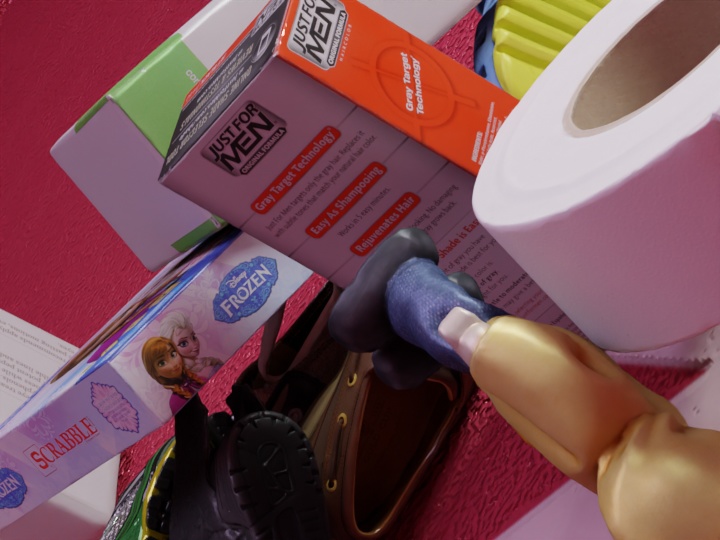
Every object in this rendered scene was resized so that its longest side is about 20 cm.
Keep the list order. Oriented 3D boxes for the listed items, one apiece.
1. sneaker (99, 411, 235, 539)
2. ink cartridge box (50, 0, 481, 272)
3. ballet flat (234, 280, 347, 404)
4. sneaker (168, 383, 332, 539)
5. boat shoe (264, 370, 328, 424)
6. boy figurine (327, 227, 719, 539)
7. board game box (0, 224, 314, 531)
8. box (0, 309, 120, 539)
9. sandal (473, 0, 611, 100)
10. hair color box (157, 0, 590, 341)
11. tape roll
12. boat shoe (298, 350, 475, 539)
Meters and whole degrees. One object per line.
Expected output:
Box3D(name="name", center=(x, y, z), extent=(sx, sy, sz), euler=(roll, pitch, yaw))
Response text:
Box3D(name="sneaker", center=(-0.115, 0.169, 1.439), extent=(0.200, 0.078, 0.085), euler=(-55, 9, -13))
Box3D(name="ink cartridge box", center=(-0.039, -0.101, 1.273), extent=(0.200, 0.084, 0.145), euler=(-42, 5, -18))
Box3D(name="ballet flat", center=(0.000, 0.000, 1.374), extent=(0.200, 0.067, 0.068), euler=(-58, 18, 5))
Box3D(name="sneaker", center=(-0.050, 0.140, 1.225), extent=(0.104, 0.060, 0.200), euler=(141, 125, -63))
Box3D(name="boat shoe", center=(-0.063, 0.137, 1.342), extent=(0.200, 0.060, 0.074), euler=(-53, 20, 21))
Box3D(name="boy figurine", center=(0.079, 0.058, 1.003), extent=(0.064, 0.124, 0.200), euler=(-50, 49, -2))
Box3D(name="board game box", center=(-0.088, 0.026, 1.281), extent=(0.200, 0.041, 0.199), euler=(-46, 7, -35))
Box3D(name="box", center=(-0.285, 0.138, 1.724), extent=(0.200, 0.199, 0.171), euler=(-53, 19, 25))
Box3D(name="sandal", center=(0.090, -0.117, 1.313), extent=(0.087, 0.079, 0.200), euler=(-52, 11, 34))
Box3D(name="hair color box", center=(0.027, -0.034, 1.132), extent=(0.102, 0.200, 0.061), euler=(-43, 24, 42))
Box3D(name="tape roll", center=(0.139, -0.064, 1.006), extent=(0.202, 0.071, 0.202), euler=(-39, 16, 14))
Box3D(name="boat shoe", center=(0.030, 0.038, 1.239), extent=(0.200, 0.072, 0.068), euler=(-66, 22, 2))
